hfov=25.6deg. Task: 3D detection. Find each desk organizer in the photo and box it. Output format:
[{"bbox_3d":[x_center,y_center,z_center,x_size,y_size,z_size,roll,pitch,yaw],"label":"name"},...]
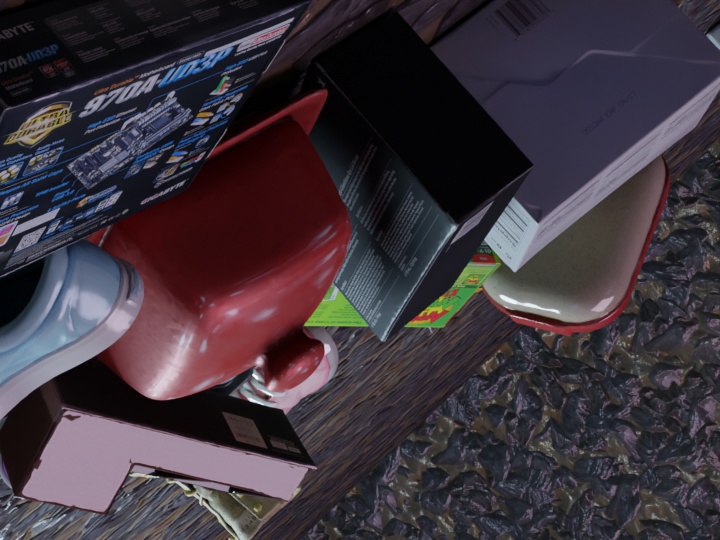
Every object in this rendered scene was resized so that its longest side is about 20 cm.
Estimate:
[{"bbox_3d":[-0.140,0.124,1.085,0.200,0.072,0.077,19,111,-34],"label":"desk organizer"}]

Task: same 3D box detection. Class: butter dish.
[{"bbox_3d":[-0.081,0.012,0.993,0.199,0.148,0.200,-34,168,-35],"label":"butter dish"}]

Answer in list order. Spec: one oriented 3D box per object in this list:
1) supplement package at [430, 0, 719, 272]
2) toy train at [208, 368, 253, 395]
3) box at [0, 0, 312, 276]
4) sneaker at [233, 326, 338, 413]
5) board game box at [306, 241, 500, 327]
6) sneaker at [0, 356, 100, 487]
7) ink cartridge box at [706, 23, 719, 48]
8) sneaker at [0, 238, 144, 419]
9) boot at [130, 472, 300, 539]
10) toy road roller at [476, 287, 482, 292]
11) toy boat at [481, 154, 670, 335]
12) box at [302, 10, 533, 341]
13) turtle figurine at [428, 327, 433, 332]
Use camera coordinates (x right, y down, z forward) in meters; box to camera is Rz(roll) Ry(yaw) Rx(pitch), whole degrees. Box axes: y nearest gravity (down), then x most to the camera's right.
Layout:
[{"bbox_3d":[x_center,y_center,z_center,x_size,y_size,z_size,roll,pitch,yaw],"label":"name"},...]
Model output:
[{"bbox_3d":[0.146,-0.130,1.199,0.200,0.156,0.111,-38,168,-16],"label":"supplement package"},{"bbox_3d":[-0.140,0.094,1.296,0.114,0.085,0.200,-45,179,-11],"label":"toy train"},{"bbox_3d":[-0.131,-0.069,0.753,0.200,0.046,0.159,-30,166,-45],"label":"box"},{"bbox_3d":[-0.094,0.118,1.597,0.105,0.075,0.200,-41,175,-31],"label":"sneaker"},{"bbox_3d":[0.000,0.000,1.270,0.200,0.048,0.102,2,147,-30],"label":"board game box"},{"bbox_3d":[-0.185,0.070,1.141,0.200,0.075,0.100,-44,-167,4],"label":"sneaker"},{"bbox_3d":[0.557,-0.301,2.010,0.200,0.146,0.083,-40,171,-1],"label":"ink cartridge box"},{"bbox_3d":[-0.220,0.038,0.878,0.200,0.074,0.082,-36,136,13],"label":"sneaker"},{"bbox_3d":[-0.154,0.189,1.451,0.073,0.156,0.200,-47,168,32],"label":"boot"},{"bbox_3d":[0.150,-0.057,1.654,0.200,0.123,0.146,-36,-177,-24],"label":"toy road roller"},{"bbox_3d":[0.189,-0.027,1.349,0.200,0.130,0.131,-66,155,-21],"label":"toy boat"},{"bbox_3d":[0.019,-0.058,1.081,0.079,0.141,0.200,-38,170,-25],"label":"box"},{"bbox_3d":[0.048,-0.032,1.419,0.150,0.101,0.200,-55,166,-45],"label":"turtle figurine"}]
